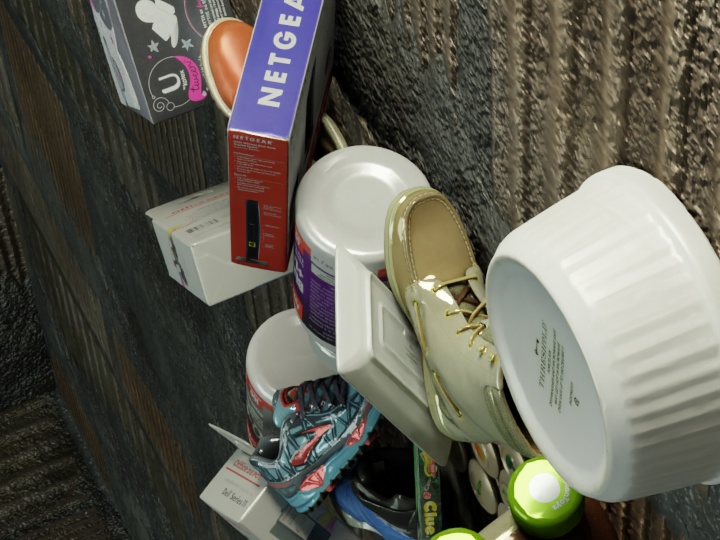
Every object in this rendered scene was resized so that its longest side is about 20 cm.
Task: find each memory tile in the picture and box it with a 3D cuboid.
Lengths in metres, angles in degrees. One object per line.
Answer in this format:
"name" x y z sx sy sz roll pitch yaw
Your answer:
"memory tile" 0.103 0.132 1.684 0.201 0.017 0.154 88 156 -51

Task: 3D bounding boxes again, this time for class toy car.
"toy car" 0.153 0.261 1.468 0.200 0.157 0.165 47 168 27

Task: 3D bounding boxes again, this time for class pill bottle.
"pill bottle" -0.056 0.134 2.044 0.116 0.115 0.201 60 162 29
"pill bottle" 0.000 0.000 1.686 0.112 0.111 0.201 60 162 29

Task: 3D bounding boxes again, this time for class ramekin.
"ramekin" 0.152 0.047 1.260 0.203 0.094 0.203 58 162 33

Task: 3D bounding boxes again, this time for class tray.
"tray" 0.032 0.066 1.592 0.200 0.022 0.108 45 -144 -53

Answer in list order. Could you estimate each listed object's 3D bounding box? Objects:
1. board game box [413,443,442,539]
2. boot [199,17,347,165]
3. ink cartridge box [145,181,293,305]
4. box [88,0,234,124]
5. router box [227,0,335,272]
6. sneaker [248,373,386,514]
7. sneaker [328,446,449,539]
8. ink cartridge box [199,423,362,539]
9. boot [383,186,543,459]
"board game box" 0.060 0.228 1.797 0.105 0.023 0.202 -83 -10 -79
"boot" -0.071 -0.148 1.830 0.201 0.075 0.107 58 160 7
"ink cartridge box" -0.138 -0.032 2.113 0.200 0.114 0.068 -150 41 -68
"box" -0.201 -0.263 2.030 0.132 0.114 0.202 -148 40 -65
"router box" -0.061 -0.131 1.644 0.180 0.048 0.201 94 -173 -58
"sneaker" -0.035 0.135 1.879 0.095 0.079 0.200 35 120 -4
"sneaker" 0.019 0.198 1.941 0.200 0.076 0.112 43 153 55
"ink cartridge box" -0.079 0.240 2.015 0.200 0.067 0.117 43 169 -22
"boot" 0.087 0.037 1.519 0.154 0.071 0.202 -170 65 -69
